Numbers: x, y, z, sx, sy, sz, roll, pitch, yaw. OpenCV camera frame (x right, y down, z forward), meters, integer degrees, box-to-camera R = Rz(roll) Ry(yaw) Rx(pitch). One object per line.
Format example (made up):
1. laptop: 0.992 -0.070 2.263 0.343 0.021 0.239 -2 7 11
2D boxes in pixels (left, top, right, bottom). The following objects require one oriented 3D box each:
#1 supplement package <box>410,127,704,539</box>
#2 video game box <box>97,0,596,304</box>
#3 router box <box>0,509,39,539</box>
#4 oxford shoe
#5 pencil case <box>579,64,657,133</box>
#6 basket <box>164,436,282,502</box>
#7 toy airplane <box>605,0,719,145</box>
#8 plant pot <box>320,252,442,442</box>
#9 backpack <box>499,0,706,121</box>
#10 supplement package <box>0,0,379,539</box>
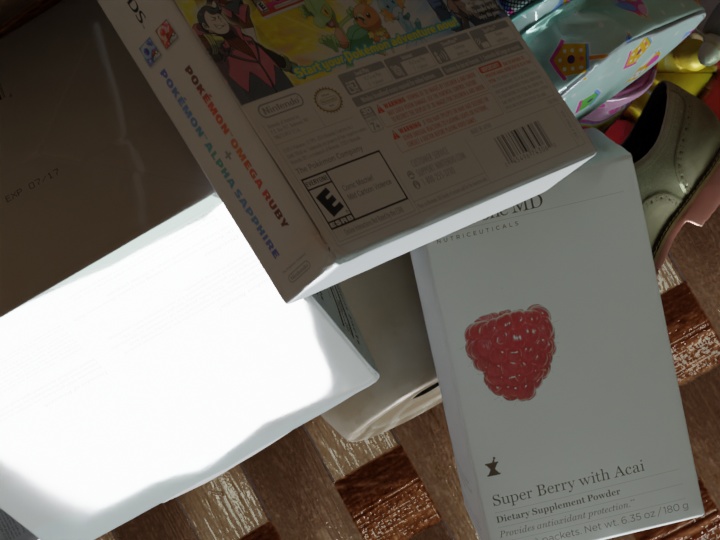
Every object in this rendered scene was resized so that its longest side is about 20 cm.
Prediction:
1. supplement package: 0.100 0.038 1.330 0.121 0.201 0.120 -13 -169 -2
2. video game box: -0.008 -0.095 1.100 0.200 0.183 0.047 -23 170 -47
3. router box: -0.215 0.067 1.415 0.049 0.201 0.179 -30 174 3
4. oxford shoe: 0.139 -0.021 1.426 0.200 0.074 0.071 -53 -158 -11
5. pencil case: 0.109 -0.097 1.472 0.087 0.088 0.200 -27 168 -24
6. basket: -0.141 0.035 1.567 0.135 0.201 0.123 -31 168 19
7. toy airplane: 0.200 -0.153 1.526 0.141 0.200 0.200 25 128 -26
8. plant pot: 0.000 0.000 1.460 0.199 0.174 0.200 -28 170 -5
9. backpack: 0.070 -0.140 1.294 0.199 0.154 0.176 -24 -176 37
10. supplement package: -0.128 0.001 1.176 0.191 0.147 0.200 -29 146 6
